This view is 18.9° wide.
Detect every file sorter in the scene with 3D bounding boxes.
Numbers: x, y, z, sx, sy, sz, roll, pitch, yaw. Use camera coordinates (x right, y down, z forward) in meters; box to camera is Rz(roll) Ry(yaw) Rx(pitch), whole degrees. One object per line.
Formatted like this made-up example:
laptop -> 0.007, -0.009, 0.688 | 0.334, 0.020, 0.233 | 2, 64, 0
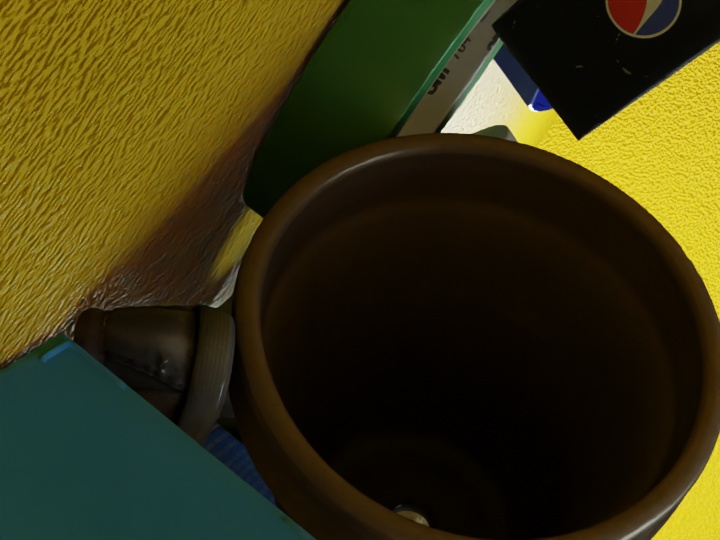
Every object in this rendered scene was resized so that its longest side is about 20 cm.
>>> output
file sorter -> -0.112, 0.130, 0.711 | 0.123, 0.139, 0.200 | -53, 176, 17

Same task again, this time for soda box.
soda box -> 0.158, -0.145, 0.949 | 0.200, 0.071, 0.063 | -36, -177, 23

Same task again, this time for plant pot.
plant pot -> 0.037, 0.072, 0.909 | 0.200, 0.200, 0.175 | -51, 166, -33

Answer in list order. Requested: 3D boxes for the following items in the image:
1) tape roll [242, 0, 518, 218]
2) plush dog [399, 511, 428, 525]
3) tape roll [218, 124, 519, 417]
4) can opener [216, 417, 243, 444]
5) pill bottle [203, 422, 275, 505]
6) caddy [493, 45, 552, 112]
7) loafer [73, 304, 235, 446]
tape roll -> 0.024, -0.098, 0.988 | 0.201, 0.048, 0.200 | -54, 176, -6
plush dog -> 0.022, 0.059, 1.166 | 0.200, 0.160, 0.172 | -58, -170, 14
tape roll -> 0.000, 0.000, 1.069 | 0.203, 0.037, 0.203 | -35, -171, 7
can opener -> -0.054, 0.080, 1.099 | 0.053, 0.067, 0.200 | -41, -156, -32
pill bottle -> -0.056, 0.154, 1.024 | 0.112, 0.200, 0.112 | -51, 175, -6
caddy -> 0.121, -0.170, 1.134 | 0.141, 0.105, 0.200 | -31, 171, -11
loafer -> -0.109, 0.068, 0.878 | 0.200, 0.063, 0.072 | 127, -28, -51
